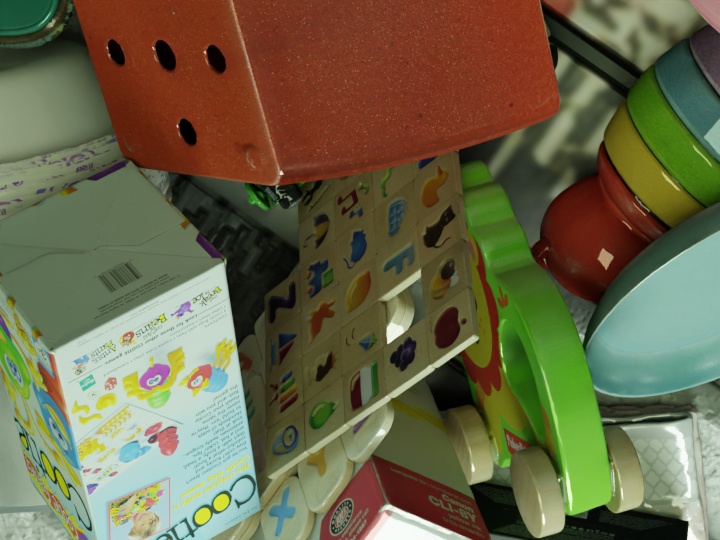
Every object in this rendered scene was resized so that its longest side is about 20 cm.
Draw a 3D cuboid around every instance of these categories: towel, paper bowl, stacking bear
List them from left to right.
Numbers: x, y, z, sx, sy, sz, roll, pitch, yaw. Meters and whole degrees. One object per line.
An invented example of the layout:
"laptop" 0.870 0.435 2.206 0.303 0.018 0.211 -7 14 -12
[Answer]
"paper bowl" -0.214 -0.072 1.100 0.199 0.201 0.105 -3 107 12
"towel" 0.124 0.179 1.207 0.199 0.032 0.192 -3 107 13
"stacking bear" 0.185 -0.057 1.076 0.200 0.121 0.114 -44 62 23

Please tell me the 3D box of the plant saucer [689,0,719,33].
"plant saucer" 0.243 -0.172 0.998 0.199 0.201 0.051 20 141 4

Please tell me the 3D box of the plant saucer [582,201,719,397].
"plant saucer" 0.211 0.007 1.069 0.200 0.200 0.028 -36 60 19

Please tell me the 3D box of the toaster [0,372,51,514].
"toaster" -0.206 0.082 1.199 0.199 0.114 0.130 -4 103 15

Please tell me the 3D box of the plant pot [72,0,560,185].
"plant pot" -0.040 -0.145 1.001 0.199 0.176 0.201 10 123 45

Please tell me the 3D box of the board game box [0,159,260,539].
"board game box" -0.131 0.060 1.034 0.103 0.105 0.201 44 151 38

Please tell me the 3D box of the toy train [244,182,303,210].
"toy train" -0.099 -0.120 1.139 0.042 0.056 0.200 -37 98 14

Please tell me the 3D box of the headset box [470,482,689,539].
"headset box" 0.113 0.245 1.173 0.148 0.077 0.201 11 108 9

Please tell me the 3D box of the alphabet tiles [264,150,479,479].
"alphabet tiles" 0.000 0.000 1.088 0.008 0.201 0.167 29 131 -32

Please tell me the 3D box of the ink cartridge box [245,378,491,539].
"ink cartridge box" -0.012 0.143 1.127 0.083 0.200 0.145 24 113 -26

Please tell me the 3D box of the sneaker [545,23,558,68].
"sneaker" 0.027 -0.179 1.089 0.086 0.075 0.201 -28 100 24

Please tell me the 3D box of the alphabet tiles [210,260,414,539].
"alphabet tiles" -0.038 0.072 1.123 0.015 0.196 0.200 25 113 -26

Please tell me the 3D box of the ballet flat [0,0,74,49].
"ballet flat" -0.234 -0.170 1.123 0.199 0.074 0.075 22 113 28

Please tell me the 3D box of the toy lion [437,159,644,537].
"toy lion" 0.083 0.034 1.080 0.068 0.200 0.193 -15 101 -12
